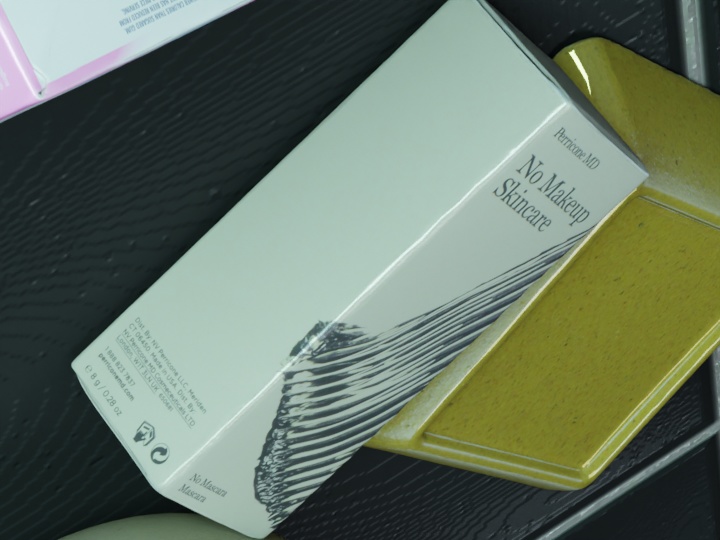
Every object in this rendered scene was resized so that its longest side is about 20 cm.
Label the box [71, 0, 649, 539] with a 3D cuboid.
[{"bbox_3d":[0.000,0.000,1.034,0.200,0.068,0.082,-44,148,9],"label":"box"}]

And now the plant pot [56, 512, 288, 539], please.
[{"bbox_3d":[-0.063,0.171,1.104,0.200,0.200,0.134,-58,178,28],"label":"plant pot"}]

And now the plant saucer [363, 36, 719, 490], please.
[{"bbox_3d":[0.087,0.015,1.161,0.200,0.048,0.200,-49,146,17],"label":"plant saucer"}]

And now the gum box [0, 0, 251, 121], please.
[{"bbox_3d":[-0.067,-0.089,0.766,0.113,0.066,0.200,-20,-172,44],"label":"gum box"}]
